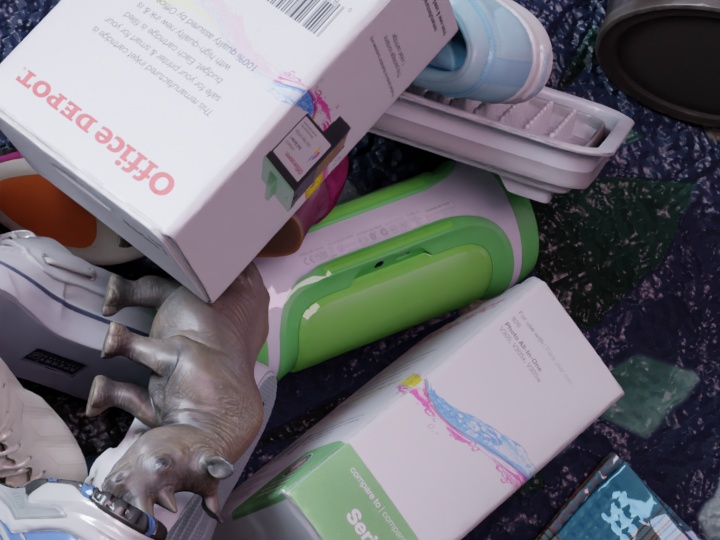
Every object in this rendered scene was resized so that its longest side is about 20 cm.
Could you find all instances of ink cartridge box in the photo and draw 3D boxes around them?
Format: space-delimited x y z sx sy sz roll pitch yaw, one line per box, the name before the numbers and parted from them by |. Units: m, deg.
ink cartridge box | 0.026 0.104 1.370 0.200 0.145 0.088 -40 94 -27
ink cartridge box | -0.071 -0.106 1.285 0.145 0.084 0.200 36 77 26

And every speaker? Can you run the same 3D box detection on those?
speaker | 0.000 0.000 1.428 0.199 0.088 0.089 -20 81 -25

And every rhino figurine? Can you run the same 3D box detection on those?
rhino figurine | -0.091 0.057 1.274 0.087 0.060 0.201 13 44 -10

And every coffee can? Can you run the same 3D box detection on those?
coffee can | 0.236 -0.208 1.551 0.146 0.146 0.201 21 67 -14

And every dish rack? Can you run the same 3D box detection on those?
dish rack | 0.050 -0.089 1.429 0.199 0.172 0.044 18 103 8

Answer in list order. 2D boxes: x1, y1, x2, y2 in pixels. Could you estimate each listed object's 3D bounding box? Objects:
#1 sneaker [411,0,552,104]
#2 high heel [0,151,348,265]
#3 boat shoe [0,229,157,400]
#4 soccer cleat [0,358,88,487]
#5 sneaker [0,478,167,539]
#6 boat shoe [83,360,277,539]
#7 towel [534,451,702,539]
sneaker | 0.009 -0.150 1.375 0.082 0.199 0.074 2 108 -56
high heel | -0.108 -0.049 1.388 0.199 0.068 0.096 10 33 13
boat shoe | -0.180 0.014 1.339 0.200 0.073 0.066 31 43 -47
soccer cleat | -0.193 0.072 1.250 0.069 0.077 0.200 -42 128 -11
sneaker | -0.174 0.145 1.223 0.075 0.200 0.077 31 68 -27
boat shoe | -0.110 0.120 1.304 0.066 0.074 0.200 16 44 15
towel | 0.138 0.221 1.447 0.147 0.022 0.200 46 64 -2
